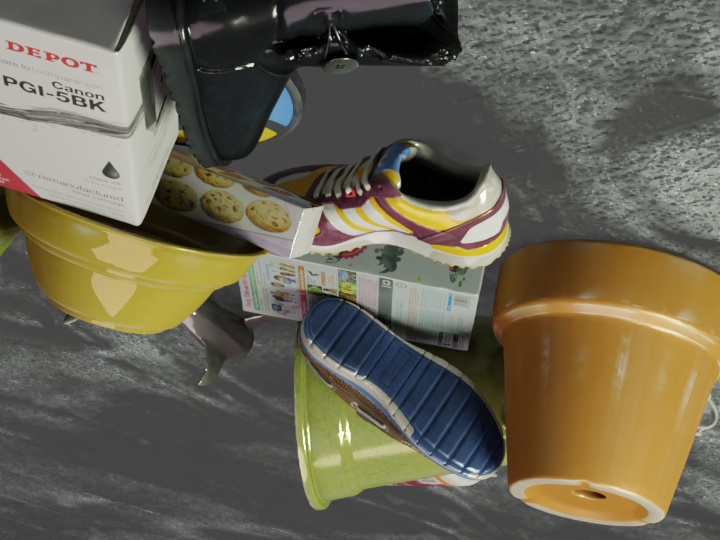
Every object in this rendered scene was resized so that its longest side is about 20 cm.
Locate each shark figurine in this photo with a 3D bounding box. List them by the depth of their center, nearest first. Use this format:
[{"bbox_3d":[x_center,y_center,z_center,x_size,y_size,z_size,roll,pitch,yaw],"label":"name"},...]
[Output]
[{"bbox_3d":[-0.164,0.061,1.495,0.128,0.090,0.214,-7,154,41],"label":"shark figurine"}]

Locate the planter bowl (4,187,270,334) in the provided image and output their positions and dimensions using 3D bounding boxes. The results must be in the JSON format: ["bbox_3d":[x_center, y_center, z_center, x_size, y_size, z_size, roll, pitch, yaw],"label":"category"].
[{"bbox_3d":[-0.170,-0.009,1.114,0.199,0.084,0.200,18,-170,-3],"label":"planter bowl"}]

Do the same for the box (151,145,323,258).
[{"bbox_3d":[-0.124,-0.062,1.125,0.199,0.042,0.039,23,-167,16],"label":"box"}]

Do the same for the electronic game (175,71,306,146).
[{"bbox_3d":[-0.134,-0.132,1.044,0.199,0.042,0.200,12,160,4],"label":"electronic game"}]

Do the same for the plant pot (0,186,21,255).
[{"bbox_3d":[-0.342,-0.059,1.189,0.200,0.201,0.192,28,143,-36],"label":"plant pot"}]

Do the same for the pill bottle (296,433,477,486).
[{"bbox_3d":[0.036,0.168,1.638,0.199,0.115,0.114,-6,153,41],"label":"pill bottle"}]

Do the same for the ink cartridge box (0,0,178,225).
[{"bbox_3d":[-0.193,-0.125,0.952,0.146,0.083,0.200,16,153,4],"label":"ink cartridge box"}]

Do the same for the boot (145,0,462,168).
[{"bbox_3d":[-0.025,-0.122,0.907,0.167,0.077,0.200,-4,160,3],"label":"boot"}]

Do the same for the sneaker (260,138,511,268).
[{"bbox_3d":[0.009,-0.060,1.127,0.199,0.075,0.090,5,145,15],"label":"sneaker"}]

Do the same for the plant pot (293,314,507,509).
[{"bbox_3d":[0.048,0.112,1.407,0.183,0.202,0.201,-2,158,8],"label":"plant pot"}]

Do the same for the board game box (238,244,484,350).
[{"bbox_3d":[0.000,0.000,1.286,0.199,0.065,0.148,10,159,3],"label":"board game box"}]

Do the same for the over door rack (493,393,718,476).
[{"bbox_3d":[0.223,0.148,1.514,0.199,0.067,0.148,-4,164,-15],"label":"over door rack"}]

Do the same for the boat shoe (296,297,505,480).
[{"bbox_3d":[0.033,0.100,1.286,0.200,0.072,0.072,42,157,2],"label":"boat shoe"}]

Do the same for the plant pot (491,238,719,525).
[{"bbox_3d":[0.194,0.099,1.254,0.199,0.184,0.200,11,160,4],"label":"plant pot"}]

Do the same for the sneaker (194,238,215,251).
[{"bbox_3d":[-0.181,-0.028,1.250,0.200,0.078,0.091,21,161,51],"label":"sneaker"}]
